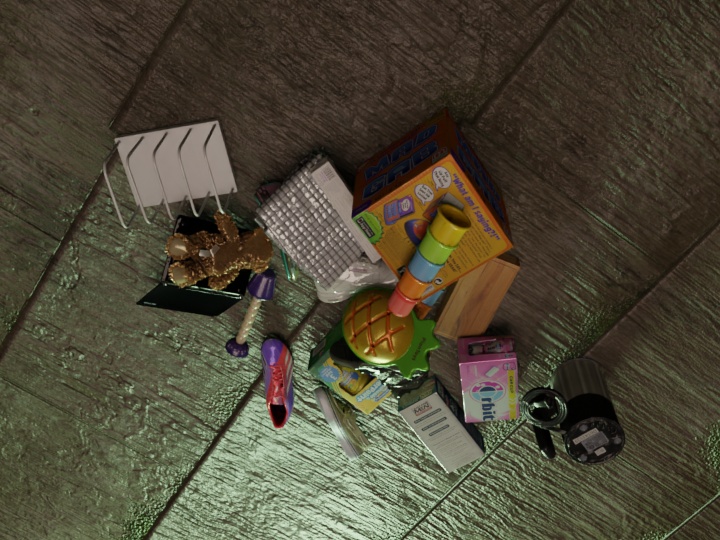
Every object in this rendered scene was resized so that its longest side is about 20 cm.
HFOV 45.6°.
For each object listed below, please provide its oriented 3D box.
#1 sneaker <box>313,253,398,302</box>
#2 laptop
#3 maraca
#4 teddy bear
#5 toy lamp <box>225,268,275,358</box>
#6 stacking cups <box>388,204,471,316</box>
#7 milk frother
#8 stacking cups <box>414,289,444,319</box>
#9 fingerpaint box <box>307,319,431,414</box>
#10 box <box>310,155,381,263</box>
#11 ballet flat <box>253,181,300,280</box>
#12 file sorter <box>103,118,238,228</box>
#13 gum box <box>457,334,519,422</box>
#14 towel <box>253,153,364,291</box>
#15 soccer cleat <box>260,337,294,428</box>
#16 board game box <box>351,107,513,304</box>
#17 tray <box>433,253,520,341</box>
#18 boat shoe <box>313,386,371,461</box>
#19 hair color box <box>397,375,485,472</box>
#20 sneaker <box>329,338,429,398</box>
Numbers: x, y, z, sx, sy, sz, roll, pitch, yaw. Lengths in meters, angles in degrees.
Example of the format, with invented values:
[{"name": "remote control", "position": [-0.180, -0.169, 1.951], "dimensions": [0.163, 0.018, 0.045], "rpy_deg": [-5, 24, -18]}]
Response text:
[{"name": "sneaker", "position": [0.000, 0.000, 1.625], "dimensions": [0.196, 0.075, 0.101], "rpy_deg": [-13, 120, 11]}, {"name": "laptop", "position": [-0.309, -0.003, 1.637], "dimensions": [0.175, 0.103, 0.204], "rpy_deg": [11, 100, -35]}, {"name": "maraca", "position": [0.052, 0.111, 1.564], "dimensions": [0.198, 0.107, 0.139], "rpy_deg": [28, 96, 25]}, {"name": "teddy bear", "position": [-0.260, -0.034, 1.565], "dimensions": [0.197, 0.067, 0.147], "rpy_deg": [-27, 110, -15]}, {"name": "toy lamp", "position": [-0.216, 0.082, 1.697], "dimensions": [0.057, 0.059, 0.202], "rpy_deg": [21, 119, -9]}, {"name": "stacking cups", "position": [0.109, -0.007, 1.386], "dimensions": [0.059, 0.061, 0.202], "rpy_deg": [21, 121, -10]}, {"name": "milk frother", "position": [0.405, 0.251, 1.685], "dimensions": [0.177, 0.189, 0.203], "rpy_deg": [-17, 118, 11]}, {"name": "stacking cups", "position": [0.128, 0.040, 1.623], "dimensions": [0.060, 0.061, 0.202], "rpy_deg": [29, 103, -14]}, {"name": "fingerpaint box", "position": [0.018, 0.169, 1.724], "dimensions": [0.166, 0.074, 0.200], "rpy_deg": [38, 115, -18]}, {"name": "box", "position": [-0.018, -0.105, 1.489], "dimensions": [0.041, 0.039, 0.201], "rpy_deg": [-33, 112, 9]}, {"name": "ballet flat", "position": [-0.135, -0.074, 1.601], "dimensions": [0.070, 0.069, 0.203], "rpy_deg": [-23, 118, -6]}, {"name": "file sorter", "position": [-0.337, -0.166, 1.518], "dimensions": [0.196, 0.125, 0.141], "rpy_deg": [-8, 120, 8]}, {"name": "gum box", "position": [0.257, 0.215, 1.719], "dimensions": [0.111, 0.067, 0.202], "rpy_deg": [-5, 133, 7]}, {"name": "towel", "position": [-0.079, -0.090, 1.545], "dimensions": [0.166, 0.086, 0.200], "rpy_deg": [-44, 112, -1]}, {"name": "soccer cleat", "position": [-0.171, 0.232, 1.771], "dimensions": [0.067, 0.074, 0.204], "rpy_deg": [-1, 121, 3]}, {"name": "board game box", "position": [0.123, -0.113, 1.480], "dimensions": [0.198, 0.201, 0.201], "rpy_deg": [-30, 115, 19]}, {"name": "tray", "position": [0.222, 0.050, 1.666], "dimensions": [0.097, 0.037, 0.202], "rpy_deg": [19, 120, -8]}, {"name": "boat shoe", "position": [-0.039, 0.317, 1.828], "dimensions": [0.061, 0.072, 0.202], "rpy_deg": [-31, 121, -8]}, {"name": "hair color box", "position": [0.172, 0.327, 1.816], "dimensions": [0.099, 0.061, 0.201], "rpy_deg": [-30, 115, 18]}, {"name": "sneaker", "position": [0.037, 0.190, 1.647], "dimensions": [0.195, 0.077, 0.116], "rpy_deg": [4, 132, 10]}]
